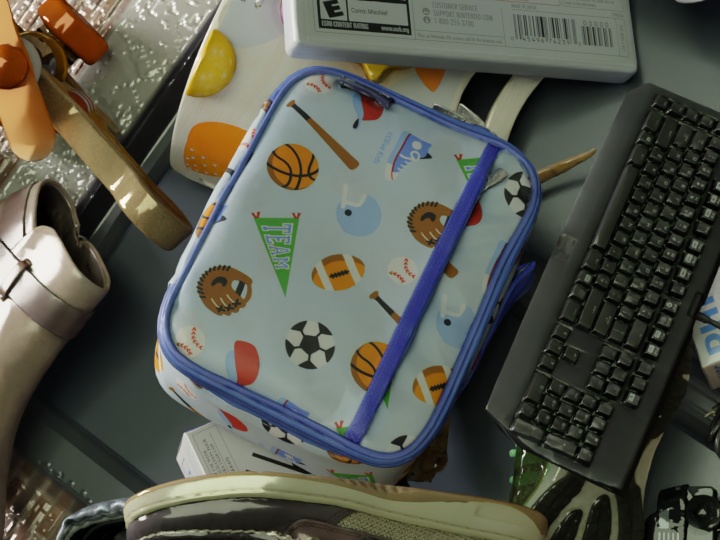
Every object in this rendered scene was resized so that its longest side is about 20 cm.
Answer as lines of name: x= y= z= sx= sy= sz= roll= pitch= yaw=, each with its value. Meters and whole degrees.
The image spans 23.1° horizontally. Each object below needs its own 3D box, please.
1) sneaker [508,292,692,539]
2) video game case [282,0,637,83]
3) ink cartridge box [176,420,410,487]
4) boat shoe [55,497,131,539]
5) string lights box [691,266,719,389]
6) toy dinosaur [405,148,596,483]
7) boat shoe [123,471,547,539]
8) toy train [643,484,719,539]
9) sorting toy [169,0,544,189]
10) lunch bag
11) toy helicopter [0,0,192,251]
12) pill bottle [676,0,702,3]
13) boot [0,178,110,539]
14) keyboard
sneaker: x=0.105 y=0.097 z=0.903 sx=0.077 sy=0.089 sz=0.201 roll=18 pitch=99 yaw=-20
video game case: x=0.049 y=-0.194 z=0.955 sx=0.199 sy=0.022 sz=0.183 roll=2 pitch=72 yaw=-20
ink cartridge box: x=-0.006 y=0.154 z=0.867 sx=0.094 sy=0.044 sz=0.201 roll=-22 pitch=73 yaw=-20
boat shoe: x=-0.057 y=0.159 z=0.913 sx=0.199 sy=0.091 sz=0.071 roll=0 pitch=75 yaw=17
string lights box: x=0.251 y=-0.025 z=0.885 sx=0.199 sy=0.059 sz=0.103 roll=-21 pitch=70 yaw=11
toy dinosaur: x=0.042 y=0.013 z=0.952 sx=0.106 sy=0.060 sz=0.201 roll=20 pitch=83 yaw=-6
boat shoe: x=-0.011 y=0.134 z=0.812 sx=0.199 sy=0.072 sz=0.065 roll=6 pitch=66 yaw=-10
toy train: x=0.156 y=0.205 z=0.866 sx=0.046 sy=0.034 sz=0.201 roll=-2 pitch=74 yaw=20
sorting toy: x=0.013 y=-0.117 z=0.979 sx=0.179 sy=0.107 sz=0.201 roll=25 pitch=83 yaw=2
lunch bag: x=0.000 y=0.000 z=0.870 sx=0.160 sy=0.076 sz=0.201 roll=25 pitch=66 yaw=5
toy helicopter: x=-0.164 y=-0.089 z=0.991 sx=0.079 sy=0.132 sz=0.200 roll=-43 pitch=68 yaw=2
pill bottle: x=0.151 y=-0.243 z=0.905 sx=0.112 sy=0.112 sz=0.200 roll=-30 pitch=108 yaw=7
boot: x=-0.198 y=0.048 z=0.988 sx=0.146 sy=0.070 sz=0.201 roll=-38 pitch=57 yaw=18
keyboard: x=0.151 y=0.014 z=0.837 sx=0.127 sy=0.021 sz=0.201 roll=25 pitch=70 yaw=1
